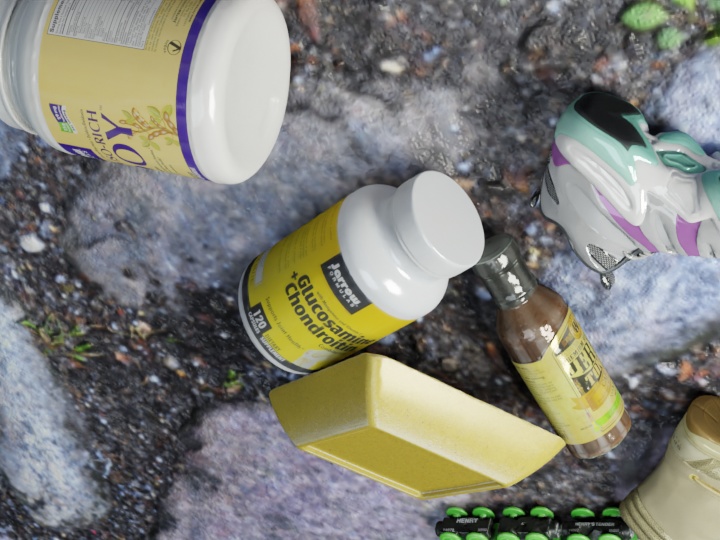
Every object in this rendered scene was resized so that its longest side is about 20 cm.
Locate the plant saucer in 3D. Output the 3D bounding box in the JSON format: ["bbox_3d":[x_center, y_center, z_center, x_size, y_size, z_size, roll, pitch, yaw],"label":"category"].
[{"bbox_3d":[0.038,0.146,0.988,0.199,0.049,0.200,25,154,-21],"label":"plant saucer"}]

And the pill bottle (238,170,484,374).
[{"bbox_3d":[0.000,0.000,0.931,0.199,0.112,0.112,-31,108,39],"label":"pill bottle"}]

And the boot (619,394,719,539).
[{"bbox_3d":[0.329,0.207,0.956,0.199,0.073,0.156,28,131,6],"label":"boot"}]

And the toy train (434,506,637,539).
[{"bbox_3d":[0.165,0.253,1.093,0.198,0.042,0.057,-7,132,29],"label":"toy train"}]

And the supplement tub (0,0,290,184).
[{"bbox_3d":[-0.167,-0.152,0.875,0.198,0.146,0.147,12,129,17],"label":"supplement tub"}]

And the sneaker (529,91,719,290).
[{"bbox_3d":[0.217,-0.029,0.838,0.199,0.078,0.141,32,134,13],"label":"sneaker"}]

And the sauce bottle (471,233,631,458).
[{"bbox_3d":[0.151,0.062,0.937,0.064,0.065,0.201,-18,117,34],"label":"sauce bottle"}]
